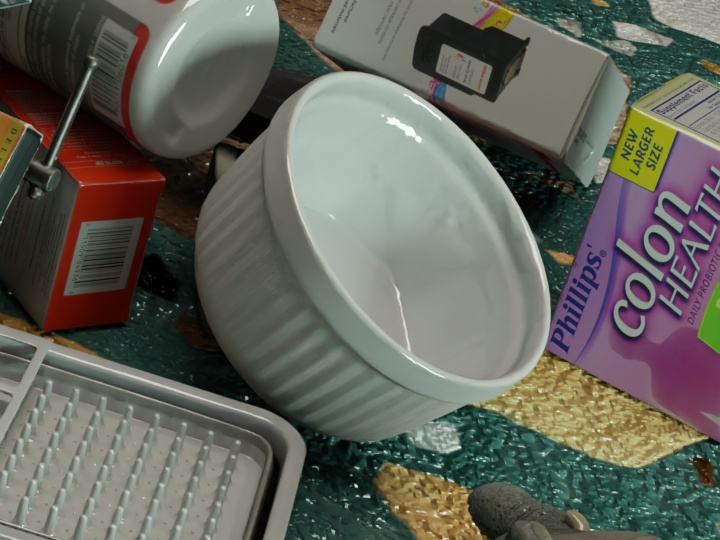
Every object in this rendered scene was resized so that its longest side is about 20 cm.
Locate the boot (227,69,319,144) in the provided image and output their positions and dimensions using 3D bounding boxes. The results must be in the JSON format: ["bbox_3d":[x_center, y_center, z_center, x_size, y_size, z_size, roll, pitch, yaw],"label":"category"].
[{"bbox_3d":[-0.051,-0.107,1.356,0.200,0.066,0.165,12,7,26],"label":"boot"}]

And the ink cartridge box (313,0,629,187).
[{"bbox_3d":[0.085,-0.145,1.506,0.200,0.083,0.146,26,0,14],"label":"ink cartridge box"}]

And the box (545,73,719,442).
[{"bbox_3d":[0.240,0.005,1.280,0.200,0.176,0.097,29,30,20],"label":"box"}]

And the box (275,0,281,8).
[{"bbox_3d":[-0.154,-0.251,1.523,0.200,0.152,0.106,32,20,24],"label":"box"}]

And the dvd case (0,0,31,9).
[{"bbox_3d":[-0.265,-0.201,1.186,0.200,0.022,0.146,-7,63,22],"label":"dvd case"}]

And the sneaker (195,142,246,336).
[{"bbox_3d":[-0.042,-0.019,1.266,0.106,0.075,0.200,9,28,-8],"label":"sneaker"}]

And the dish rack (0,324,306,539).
[{"bbox_3d":[-0.134,0.105,1.030,0.200,0.044,0.172,17,27,-1],"label":"dish rack"}]

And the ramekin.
[{"bbox_3d":[0.000,0.000,1.159,0.200,0.105,0.200,31,40,-31],"label":"ramekin"}]

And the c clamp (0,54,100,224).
[{"bbox_3d":[-0.257,-0.066,1.155,0.200,0.171,0.027,20,2,14],"label":"c clamp"}]

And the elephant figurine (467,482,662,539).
[{"bbox_3d":[0.107,0.170,0.993,0.200,0.155,0.142,18,69,22],"label":"elephant figurine"}]

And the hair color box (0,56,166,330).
[{"bbox_3d":[-0.198,-0.061,1.228,0.061,0.102,0.200,-6,37,-38],"label":"hair color box"}]

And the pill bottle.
[{"bbox_3d":[-0.155,-0.157,1.197,0.200,0.114,0.114,33,31,27],"label":"pill bottle"}]

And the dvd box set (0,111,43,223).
[{"bbox_3d":[-0.289,-0.052,1.125,0.200,0.146,0.029,25,-4,14],"label":"dvd box set"}]
